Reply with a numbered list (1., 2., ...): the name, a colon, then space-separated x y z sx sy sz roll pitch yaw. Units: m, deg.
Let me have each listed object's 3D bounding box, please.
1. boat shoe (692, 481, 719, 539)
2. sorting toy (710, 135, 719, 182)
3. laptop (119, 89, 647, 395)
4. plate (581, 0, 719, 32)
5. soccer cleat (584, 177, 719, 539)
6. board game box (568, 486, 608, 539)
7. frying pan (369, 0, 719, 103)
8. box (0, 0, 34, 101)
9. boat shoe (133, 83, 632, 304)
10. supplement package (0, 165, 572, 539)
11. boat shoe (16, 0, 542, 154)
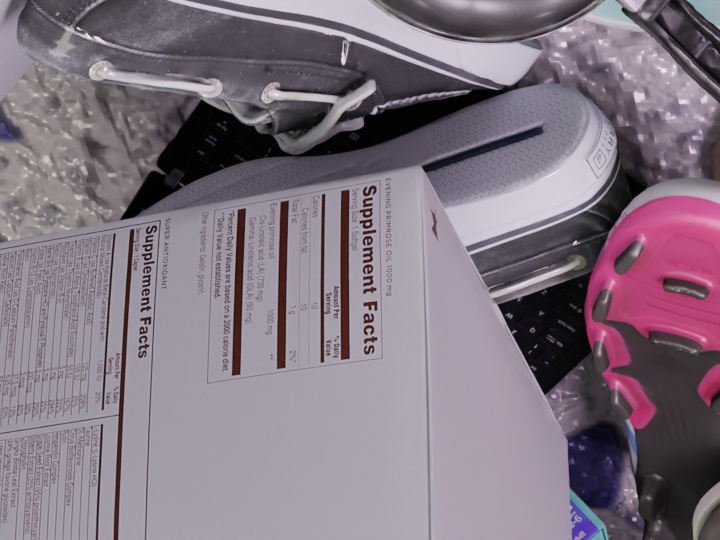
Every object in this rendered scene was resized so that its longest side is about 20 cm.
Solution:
1. boat shoe: 0.196 0.091 0.817 0.201 0.060 0.072 -10 128 31
2. sorting toy: 0.220 0.011 0.819 0.200 0.037 0.185 35 166 -9
3. laptop: -0.006 0.022 0.924 0.177 0.103 0.200 33 136 -10
4. plate: 0.093 -0.163 0.787 0.200 0.026 0.200 11 132 12
5. soccer cleat: 0.122 0.023 0.886 0.070 0.086 0.200 11 141 18
6. board game box: 0.014 0.171 0.961 0.045 0.200 0.152 47 171 26
7. frying pan: 0.057 -0.092 0.772 0.115 0.031 0.190 -28 101 -3
8. box: -0.143 -0.145 0.763 0.131 0.200 0.199 28 132 1
9. boat shoe: 0.000 0.000 0.871 0.200 0.072 0.071 -14 130 20
10. supplement package: -0.047 0.091 0.820 0.200 0.147 0.191 -10 147 15
11. boat shoe: -0.023 -0.073 0.809 0.074 0.199 0.068 41 113 33
